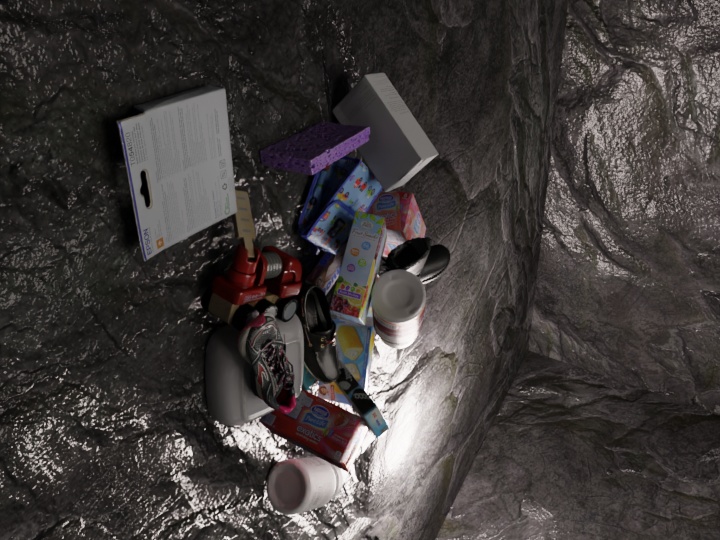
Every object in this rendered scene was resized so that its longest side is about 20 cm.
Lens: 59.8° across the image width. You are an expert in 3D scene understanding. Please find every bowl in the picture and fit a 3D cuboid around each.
[{"bbox_3d":[-0.180,0.183,1.144,0.198,0.074,0.203,-17,122,-38],"label":"bowl"}]

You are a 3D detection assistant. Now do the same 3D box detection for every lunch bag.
[{"bbox_3d":[-0.055,-0.129,1.280,0.202,0.093,0.150,-62,156,1],"label":"lunch bag"}]

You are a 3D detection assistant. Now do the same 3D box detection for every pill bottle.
[{"bbox_3d":[-0.120,0.489,1.441,0.200,0.113,0.116,28,80,-63],"label":"pill bottle"},{"bbox_3d":[0.080,0.090,1.333,0.201,0.113,0.115,84,31,-65],"label":"pill bottle"}]

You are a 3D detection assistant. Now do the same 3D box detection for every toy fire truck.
[{"bbox_3d":[-0.177,-0.020,1.068,0.175,0.127,0.203,-11,124,-61],"label":"toy fire truck"}]

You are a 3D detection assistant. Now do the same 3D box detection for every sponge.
[{"bbox_3d":[-0.077,-0.226,1.131,0.200,0.110,0.030,-42,138,-47],"label":"sponge"}]

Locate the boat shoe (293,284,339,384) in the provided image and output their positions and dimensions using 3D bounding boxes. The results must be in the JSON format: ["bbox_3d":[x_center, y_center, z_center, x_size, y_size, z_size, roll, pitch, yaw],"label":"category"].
[{"bbox_3d":[-0.082,0.126,1.221,0.073,0.063,0.205,-22,98,-40],"label":"boat shoe"}]

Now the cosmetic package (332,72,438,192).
[{"bbox_3d":[0.048,-0.272,1.234,0.202,0.112,0.081,57,38,1],"label":"cosmetic package"}]

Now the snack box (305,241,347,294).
[{"bbox_3d":[-0.056,-0.022,1.381,0.201,0.024,0.073,-57,152,-32],"label":"snack box"}]

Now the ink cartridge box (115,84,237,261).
[{"bbox_3d":[-0.262,-0.143,0.894,0.200,0.040,0.203,-39,137,-49],"label":"ink cartridge box"}]

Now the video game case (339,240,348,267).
[{"bbox_3d":[0.006,-0.073,1.428,0.143,0.017,0.203,57,46,-64],"label":"video game case"}]

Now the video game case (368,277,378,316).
[{"bbox_3d":[0.004,0.112,1.566,0.199,0.017,0.146,-31,130,-55],"label":"video game case"}]

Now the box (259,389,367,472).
[{"bbox_3d":[-0.095,0.320,1.296,0.101,0.197,0.096,-62,157,-21],"label":"box"}]

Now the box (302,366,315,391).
[{"bbox_3d":[-0.134,0.161,1.305,0.083,0.048,0.202,-57,149,-30],"label":"box"}]

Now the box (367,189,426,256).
[{"bbox_3d":[0.083,-0.103,1.456,0.200,0.101,0.096,52,52,-65],"label":"box"}]

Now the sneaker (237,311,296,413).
[{"bbox_3d":[-0.145,0.153,1.041,0.080,0.074,0.202,-35,137,-28],"label":"sneaker"}]

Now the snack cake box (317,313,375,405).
[{"bbox_3d":[-0.032,0.202,1.442,0.067,0.113,0.204,-54,152,-69],"label":"snack cake box"}]

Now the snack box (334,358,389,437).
[{"bbox_3d":[-0.021,0.244,1.302,0.037,0.200,0.117,-36,144,-10],"label":"snack box"}]

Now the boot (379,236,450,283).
[{"bbox_3d":[0.130,-0.025,1.393,0.196,0.074,0.163,-30,159,-16],"label":"boot"}]

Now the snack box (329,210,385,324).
[{"bbox_3d":[0.000,0.000,1.279,0.169,0.066,0.204,70,36,-79],"label":"snack box"}]
